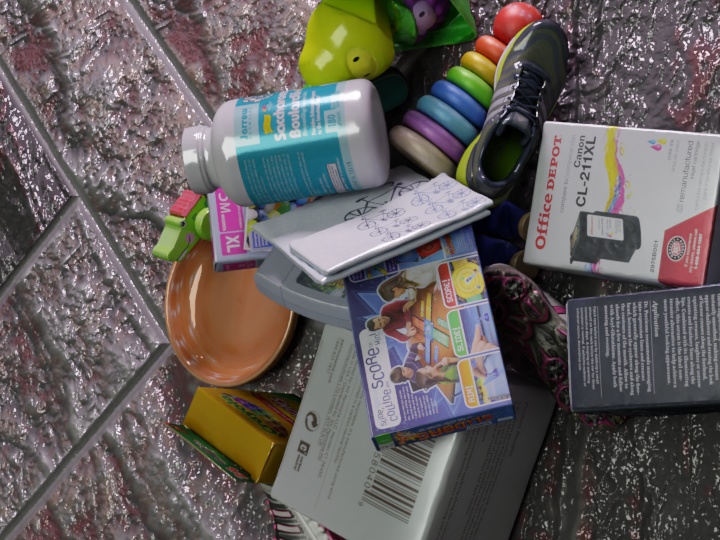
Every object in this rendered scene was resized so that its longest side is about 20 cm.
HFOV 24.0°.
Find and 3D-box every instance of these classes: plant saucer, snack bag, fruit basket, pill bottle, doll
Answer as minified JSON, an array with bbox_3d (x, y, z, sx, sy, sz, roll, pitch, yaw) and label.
[{"bbox_3d":[-0.143,0.035,1.956,0.199,0.037,0.201,-6,80,37],"label":"plant saucer"},{"bbox_3d":[0.008,-0.054,1.667,0.200,0.188,0.021,36,146,61],"label":"snack bag"},{"bbox_3d":[0.016,-0.271,1.756,0.155,0.215,0.217,-5,82,27],"label":"fruit basket"},{"bbox_3d":[-0.076,-0.125,1.713,0.199,0.111,0.111,-9,78,10],"label":"pill bottle"},{"bbox_3d":[0.106,-0.054,1.772,0.200,0.048,0.137,18,99,42],"label":"doll"}]

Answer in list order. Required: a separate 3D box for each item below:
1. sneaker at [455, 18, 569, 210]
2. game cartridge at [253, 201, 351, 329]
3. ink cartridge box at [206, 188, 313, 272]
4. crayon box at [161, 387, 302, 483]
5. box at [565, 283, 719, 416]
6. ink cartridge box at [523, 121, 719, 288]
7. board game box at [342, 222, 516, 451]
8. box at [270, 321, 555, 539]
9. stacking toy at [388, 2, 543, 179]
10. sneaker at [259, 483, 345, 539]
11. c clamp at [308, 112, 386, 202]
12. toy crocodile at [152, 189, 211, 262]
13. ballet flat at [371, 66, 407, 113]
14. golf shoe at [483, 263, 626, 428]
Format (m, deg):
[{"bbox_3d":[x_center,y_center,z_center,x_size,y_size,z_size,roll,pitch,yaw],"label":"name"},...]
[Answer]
[{"bbox_3d":[0.160,-0.155,1.678,0.074,0.081,0.201,20,88,-7],"label":"sneaker"},{"bbox_3d":[0.000,0.000,1.699,0.199,0.041,0.133,13,53,24],"label":"game cartridge"},{"bbox_3d":[-0.065,-0.069,1.833,0.199,0.042,0.120,-5,73,-8],"label":"ink cartridge box"},{"bbox_3d":[-0.098,0.177,1.803,0.127,0.200,0.051,32,104,34],"label":"crayon box"},{"bbox_3d":[0.310,0.074,1.540,0.199,0.148,0.108,-7,81,36],"label":"box"},{"bbox_3d":[0.267,-0.061,1.629,0.199,0.083,0.147,8,89,37],"label":"ink cartridge box"},{"bbox_3d":[0.060,0.059,1.589,0.135,0.034,0.201,-13,59,6],"label":"board game box"},{"bbox_3d":[0.055,0.175,1.706,0.200,0.171,0.200,23,98,37],"label":"box"},{"bbox_3d":[0.117,-0.192,1.749,0.085,0.085,0.200,35,89,34],"label":"stacking toy"},{"bbox_3d":[-0.071,0.285,1.848,0.087,0.074,0.200,-46,65,16],"label":"sneaker"},{"bbox_3d":[0.017,-0.049,1.770,0.171,0.027,0.200,-41,66,1],"label":"c clamp"},{"bbox_3d":[-0.169,-0.091,1.942,0.200,0.062,0.067,-50,35,-13],"label":"toy crocodile"},{"bbox_3d":[-0.043,-0.171,1.836,0.068,0.199,0.068,38,144,57],"label":"ballet flat"},{"bbox_3d":[0.193,0.068,1.665,0.073,0.092,0.200,-42,91,13],"label":"golf shoe"}]
